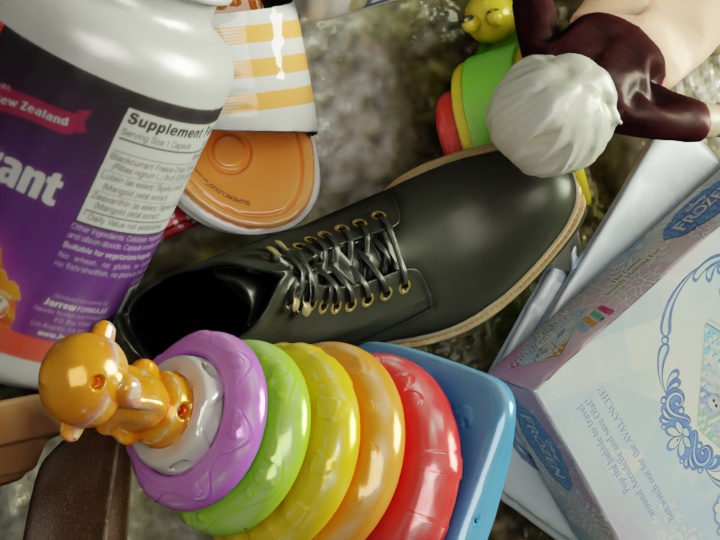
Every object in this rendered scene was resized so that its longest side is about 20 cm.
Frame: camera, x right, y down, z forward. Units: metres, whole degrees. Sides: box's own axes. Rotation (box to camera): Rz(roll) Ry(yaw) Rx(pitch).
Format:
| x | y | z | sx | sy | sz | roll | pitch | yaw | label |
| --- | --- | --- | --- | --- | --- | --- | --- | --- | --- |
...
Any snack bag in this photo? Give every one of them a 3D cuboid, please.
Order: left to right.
| x | y | z | sx | sy | sz | roll | pitch | yaw | label |
| --- | --- | --- | --- | --- | --- | --- | --- | --- | --- |
| 0.150 | 0.048 | 1.026 | 0.188 | 0.021 | 0.200 | 37 | 78 | -30 | snack bag |

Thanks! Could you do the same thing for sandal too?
| x | y | z | sx | sy | sz | roll | pitch | yaw | label |
| --- | --- | --- | --- | --- | --- | --- | --- | --- | --- |
| -0.068 | -0.117 | 0.963 | 0.079 | 0.059 | 0.207 | -14 | 87 | -16 | sandal |

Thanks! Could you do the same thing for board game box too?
| x | y | z | sx | sy | sz | roll | pitch | yaw | label |
| --- | --- | --- | --- | --- | --- | --- | --- | --- | --- |
| 0.180 | 0.067 | 1.008 | 0.199 | 0.043 | 0.200 | -40 | 116 | -21 | board game box |

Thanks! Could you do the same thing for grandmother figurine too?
| x | y | z | sx | sy | sz | roll | pitch | yaw | label |
| --- | --- | --- | --- | --- | --- | --- | --- | --- | --- |
| 0.115 | -0.092 | 0.969 | 0.121 | 0.200 | 0.061 | 28 | 123 | 17 | grandmother figurine |

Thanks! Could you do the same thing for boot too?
| x | y | z | sx | sy | sz | roll | pitch | yaw | label |
| --- | --- | --- | --- | --- | --- | --- | --- | --- | --- |
| 0.000 | 0.000 | 0.921 | 0.200 | 0.138 | 0.078 | -29 | 81 | 6 | boot |

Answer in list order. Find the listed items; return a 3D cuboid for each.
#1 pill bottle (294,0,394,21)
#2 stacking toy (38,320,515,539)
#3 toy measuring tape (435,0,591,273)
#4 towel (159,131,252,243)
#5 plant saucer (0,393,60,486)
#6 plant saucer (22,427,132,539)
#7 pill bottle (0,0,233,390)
| x | y | z | sx | sy | sz | roll | pitch | yaw | label |
| --- | --- | --- | --- | --- | --- | --- | --- | --- | --- |
| 0.053 | -0.192 | 0.993 | 0.200 | 0.111 | 0.111 | -18 | 92 | -16 | pill bottle |
| -0.047 | 0.065 | 0.831 | 0.200 | 0.110 | 0.116 | 23 | 84 | -43 | stacking toy |
| 0.081 | -0.034 | 1.009 | 0.073 | 0.074 | 0.200 | -15 | 91 | -15 | toy measuring tape |
| -0.137 | -0.070 | 0.981 | 0.200 | 0.022 | 0.145 | -27 | 92 | -17 | towel |
| -0.214 | 0.090 | 0.857 | 0.200 | 0.200 | 0.032 | -14 | 86 | -16 | plant saucer |
| -0.120 | 0.151 | 0.885 | 0.037 | 0.200 | 0.201 | 4 | 86 | -3 | plant saucer |
| -0.119 | -0.062 | 0.878 | 0.111 | 0.111 | 0.200 | 23 | 105 | -13 | pill bottle |
